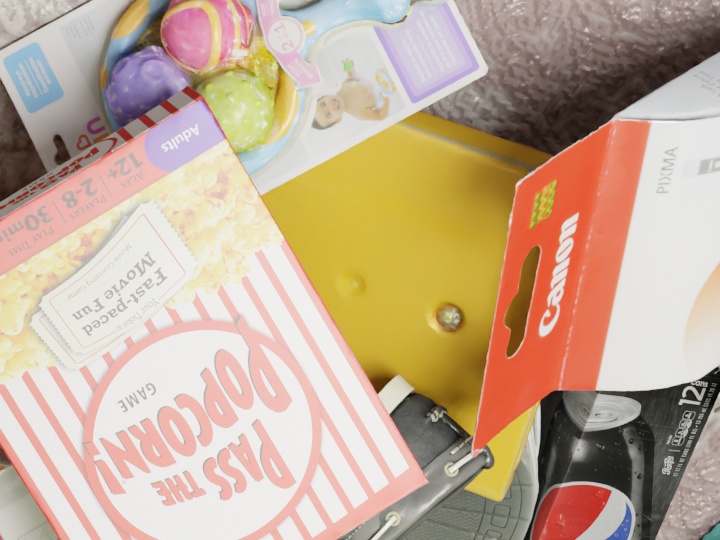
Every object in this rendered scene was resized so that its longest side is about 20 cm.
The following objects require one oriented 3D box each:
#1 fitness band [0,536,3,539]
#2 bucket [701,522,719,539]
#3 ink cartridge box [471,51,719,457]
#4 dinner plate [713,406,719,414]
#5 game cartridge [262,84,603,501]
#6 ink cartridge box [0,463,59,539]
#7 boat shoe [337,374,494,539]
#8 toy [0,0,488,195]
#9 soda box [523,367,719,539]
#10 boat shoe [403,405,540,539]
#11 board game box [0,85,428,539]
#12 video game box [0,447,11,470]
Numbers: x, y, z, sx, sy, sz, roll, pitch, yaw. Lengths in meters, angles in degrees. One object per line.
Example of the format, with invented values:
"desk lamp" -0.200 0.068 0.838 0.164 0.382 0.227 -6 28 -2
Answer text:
"fitness band" -0.168 0.056 1.241 0.200 0.037 0.144 37 95 -12
"bucket" 0.261 0.219 1.403 0.207 0.135 0.208 -5 122 -8
"ink cartridge box" 0.137 -0.009 1.187 0.200 0.050 0.162 -34 144 -40
"dinner plate" 0.267 0.041 1.266 0.200 0.200 0.024 -20 87 3
"game cartridge" 0.000 0.000 1.235 0.200 0.032 0.177 21 120 8
"ink cartridge box" -0.090 0.128 1.244 0.160 0.047 0.200 -30 126 -19
"boat shoe" -0.016 0.147 1.217 0.068 0.072 0.200 36 92 1
"toy" -0.058 -0.094 1.166 0.200 0.047 0.115 -27 85 4
"soda box" 0.117 0.113 1.347 0.063 0.071 0.200 10 119 -16
"boat shoe" 0.057 0.067 1.312 0.074 0.065 0.202 7 123 12
"board game box" -0.085 0.045 1.137 0.151 0.046 0.200 -32 105 -5
"video game box" -0.160 0.173 1.350 0.200 0.047 0.182 19 115 -21
